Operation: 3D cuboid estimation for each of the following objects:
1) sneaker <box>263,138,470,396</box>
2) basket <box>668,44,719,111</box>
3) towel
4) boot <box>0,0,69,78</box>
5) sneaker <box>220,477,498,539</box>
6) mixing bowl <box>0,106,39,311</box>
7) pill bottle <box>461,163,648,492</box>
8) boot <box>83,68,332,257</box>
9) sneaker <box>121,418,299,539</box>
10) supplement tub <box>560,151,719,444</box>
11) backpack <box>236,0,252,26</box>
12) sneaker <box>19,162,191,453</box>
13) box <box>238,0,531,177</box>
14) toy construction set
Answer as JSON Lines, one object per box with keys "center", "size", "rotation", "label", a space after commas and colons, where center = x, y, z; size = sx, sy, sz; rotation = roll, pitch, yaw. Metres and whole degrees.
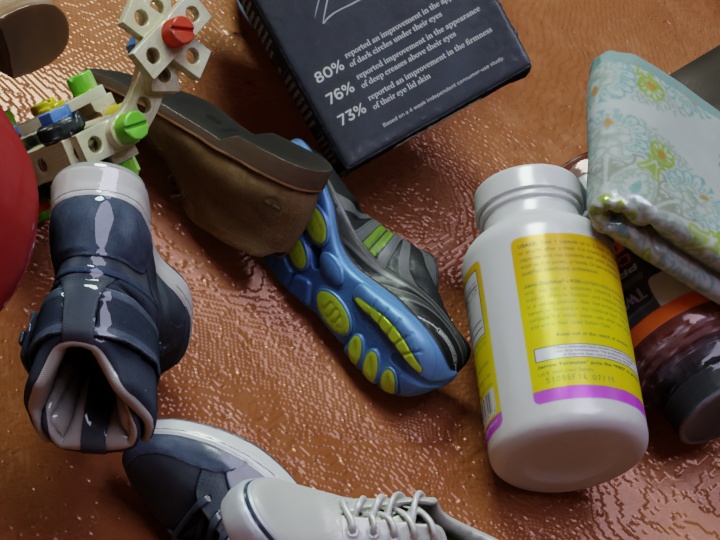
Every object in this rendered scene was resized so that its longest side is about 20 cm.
{"center": [0.000, 0.000, 1.784], "size": [0.082, 0.071, 0.200], "rotation": [-6, 53, -53], "label": "sneaker"}
{"center": [0.297, -0.101, 2.016], "size": [0.199, 0.136, 0.181], "rotation": [-20, 76, -37], "label": "basket"}
{"center": [0.235, -0.048, 1.828], "size": [0.199, 0.048, 0.172], "rotation": [30, 32, -18], "label": "towel"}
{"center": [-0.295, -0.141, 1.699], "size": [0.199, 0.074, 0.154], "rotation": [-15, 23, -29], "label": "boot"}
{"center": [0.011, 0.149, 1.525], "size": [0.199, 0.071, 0.073], "rotation": [23, 35, -38], "label": "sneaker"}
{"center": [-0.248, -0.027, 1.494], "size": [0.108, 0.200, 0.201], "rotation": [31, 34, -39], "label": "mixing bowl"}
{"center": [0.122, 0.034, 1.765], "size": [0.104, 0.104, 0.201], "rotation": [9, 57, -25], "label": "pill bottle"}
{"center": [-0.113, -0.073, 1.779], "size": [0.199, 0.076, 0.073], "rotation": [30, 19, 29], "label": "boot"}
{"center": [-0.075, 0.180, 1.541], "size": [0.202, 0.077, 0.146], "rotation": [37, 38, 4], "label": "sneaker"}
{"center": [0.198, 0.018, 1.850], "size": [0.106, 0.107, 0.201], "rotation": [-7, 53, -37], "label": "supplement tub"}
{"center": [0.002, -0.236, 1.961], "size": [0.182, 0.135, 0.201], "rotation": [21, 45, -12], "label": "backpack"}
{"center": [-0.143, 0.052, 1.562], "size": [0.076, 0.203, 0.147], "rotation": [-4, 61, 7], "label": "sneaker"}
{"center": [0.002, -0.185, 1.833], "size": [0.147, 0.104, 0.201], "rotation": [-28, 91, -4], "label": "box"}
{"center": [-0.161, -0.091, 1.679], "size": [0.131, 0.200, 0.092], "rotation": [-30, 85, -37], "label": "toy construction set"}
